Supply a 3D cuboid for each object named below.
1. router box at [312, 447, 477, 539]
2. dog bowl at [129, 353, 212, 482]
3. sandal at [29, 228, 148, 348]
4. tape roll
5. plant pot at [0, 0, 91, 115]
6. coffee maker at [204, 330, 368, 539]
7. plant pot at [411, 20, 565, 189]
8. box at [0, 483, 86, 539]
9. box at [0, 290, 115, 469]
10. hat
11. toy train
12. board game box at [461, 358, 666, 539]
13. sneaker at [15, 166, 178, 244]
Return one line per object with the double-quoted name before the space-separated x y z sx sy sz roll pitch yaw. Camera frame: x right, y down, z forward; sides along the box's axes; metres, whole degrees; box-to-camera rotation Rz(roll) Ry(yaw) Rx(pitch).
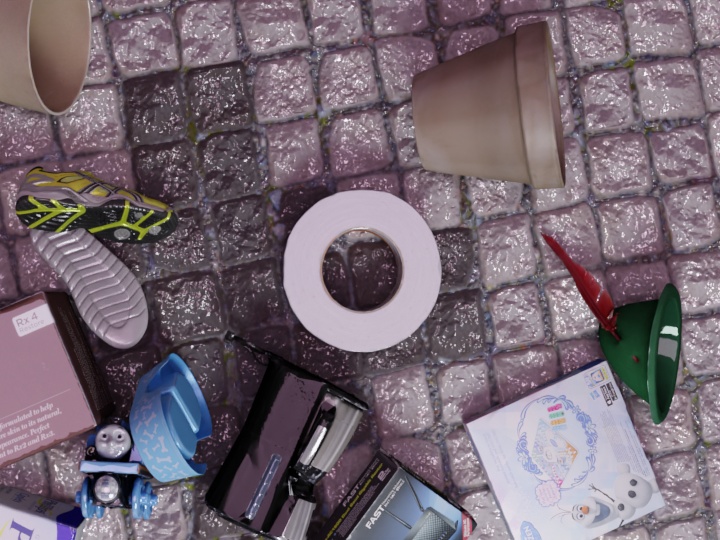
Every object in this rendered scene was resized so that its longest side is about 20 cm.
"router box" 0.028 0.342 1.645 0.150 0.062 0.201 38 87 -28
"dog bowl" -0.226 0.177 1.594 0.049 0.200 0.112 -25 109 6
"sandal" -0.330 0.010 1.661 0.082 0.050 0.203 -33 79 -19
"tape roll" 0.000 0.000 1.676 0.198 0.066 0.203 0 89 -5
"plant pot" -0.448 -0.287 1.602 0.198 0.187 0.190 5 89 10
"coffee maker" -0.112 0.211 1.646 0.191 0.135 0.202 26 86 20
"plant pot" 0.155 -0.193 1.643 0.171 0.200 0.203 -5 89 11
"box" -0.452 0.357 1.615 0.198 0.105 0.186 17 88 -5
"box" -0.401 0.130 1.575 0.164 0.200 0.166 -22 91 -4
"hat" 0.305 0.086 1.700 0.174 0.166 0.202 5 58 24
"toy train" -0.286 0.234 1.587 0.086 0.200 0.116 1 79 -2
"board game box" 0.257 0.244 1.703 0.197 0.043 0.202 -23 91 -6
"sneaker" -0.319 -0.087 1.647 0.198 0.076 0.077 11 48 -20
